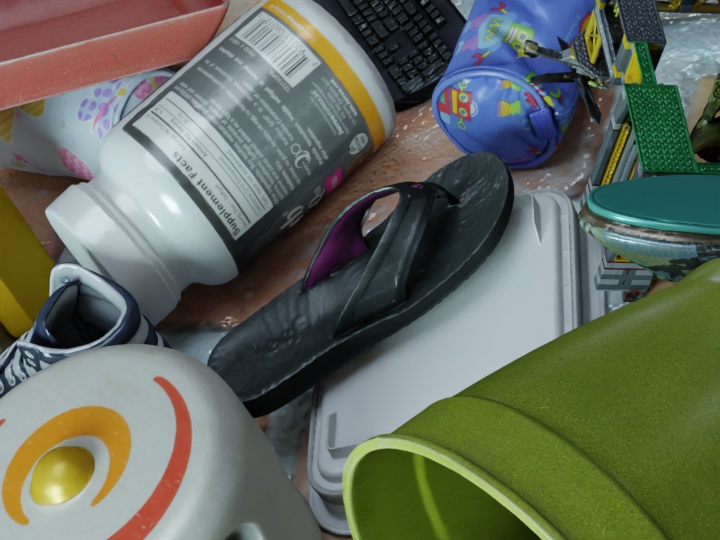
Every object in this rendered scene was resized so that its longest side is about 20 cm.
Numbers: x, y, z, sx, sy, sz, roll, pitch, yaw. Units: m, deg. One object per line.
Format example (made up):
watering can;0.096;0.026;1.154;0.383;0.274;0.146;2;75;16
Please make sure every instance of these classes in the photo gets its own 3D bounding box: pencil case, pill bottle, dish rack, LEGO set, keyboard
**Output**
pencil case;-0.199;-0.100;1.258;0.198;0.090;0.084;9;82;38
pill bottle;-0.084;-0.065;1.131;0.200;0.117;0.116;-42;42;-11
pencil case;0.113;-0.155;1.127;0.086;0.078;0.201;5;53;32
dish rack;0.046;0.037;1.008;0.170;0.044;0.201;-14;45;19
LEGO set;0.179;-0.070;1.007;0.152;0.116;0.202;-6;55;-14
keyboard;0.036;-0.188;1.250;0.126;0.021;0.201;-32;42;0

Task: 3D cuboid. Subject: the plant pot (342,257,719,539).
plant pot;0.128;0.098;0.806;0.192;0.202;0.200;-37;40;-24

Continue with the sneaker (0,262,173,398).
sneaker;-0.190;0.057;1.080;0.198;0.109;0.071;-7;46;25

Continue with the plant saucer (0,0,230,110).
plant saucer;-0.193;-0.150;1.201;0.198;0.037;0.200;-16;23;-11

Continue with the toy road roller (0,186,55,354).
toy road roller;-0.280;0.006;1.104;0.122;0.201;0.147;-13;38;28

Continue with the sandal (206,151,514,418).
sandal;0.000;0.001;1.002;0.200;0.048;0.075;-39;42;-6

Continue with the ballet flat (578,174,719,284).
ballet flat;0.202;-0.011;0.891;0.197;0.075;0.075;-4;45;0

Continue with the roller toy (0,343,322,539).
roller toy;-0.120;0.134;0.940;0.181;0.140;0.201;-15;43;17
